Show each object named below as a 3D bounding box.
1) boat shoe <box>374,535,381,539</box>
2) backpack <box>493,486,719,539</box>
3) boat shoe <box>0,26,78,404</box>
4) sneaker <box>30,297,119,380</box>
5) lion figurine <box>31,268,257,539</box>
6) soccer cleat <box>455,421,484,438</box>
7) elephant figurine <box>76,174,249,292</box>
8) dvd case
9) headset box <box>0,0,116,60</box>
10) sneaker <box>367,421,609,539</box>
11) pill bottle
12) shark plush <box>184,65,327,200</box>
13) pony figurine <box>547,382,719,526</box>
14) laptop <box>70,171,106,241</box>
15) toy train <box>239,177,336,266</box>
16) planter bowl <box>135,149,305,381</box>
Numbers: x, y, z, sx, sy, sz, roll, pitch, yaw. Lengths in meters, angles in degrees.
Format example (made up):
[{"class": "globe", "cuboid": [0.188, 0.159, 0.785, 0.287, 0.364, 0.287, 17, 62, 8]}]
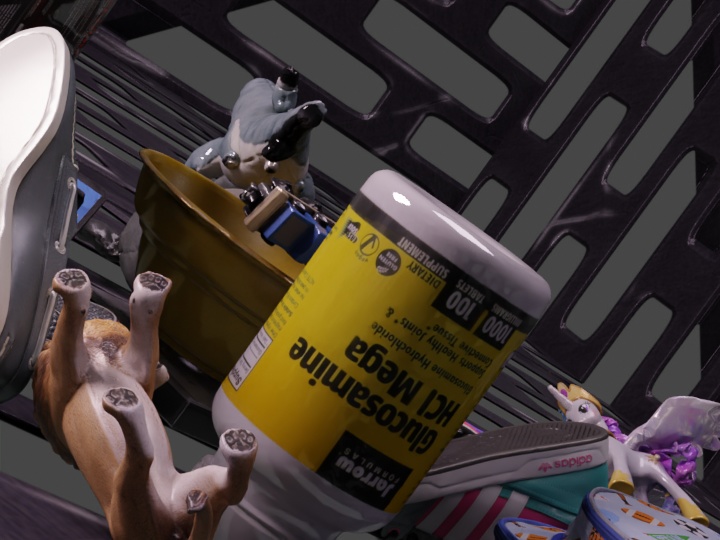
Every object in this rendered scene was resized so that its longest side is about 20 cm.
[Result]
[{"class": "boat shoe", "cuboid": [0.046, 0.144, 1.325, 0.072, 0.070, 0.201, 47, 10, 9]}, {"class": "backpack", "cuboid": [0.136, 0.197, 1.068, 0.200, 0.154, 0.190, 31, -1, -35]}, {"class": "boat shoe", "cuboid": [-0.172, -0.028, 1.028, 0.073, 0.200, 0.062, -8, -35, 22]}, {"class": "sneaker", "cuboid": [-0.198, -0.005, 1.081, 0.200, 0.075, 0.081, 33, 6, -36]}, {"class": "lion figurine", "cuboid": [-0.102, 0.079, 0.942, 0.072, 0.123, 0.200, -1, 37, -18]}, {"class": "soccer cleat", "cuboid": [0.100, 0.159, 1.635, 0.200, 0.068, 0.073, 31, 2, -23]}, {"class": "elephant figurine", "cuboid": [-0.088, -0.008, 1.459, 0.142, 0.155, 0.200, 57, -8, -10]}, {"class": "dvd case", "cuboid": [-0.089, 0.078, 1.328, 0.150, 0.025, 0.200, 40, 7, 41]}, {"class": "headset box", "cuboid": [-0.214, -0.128, 1.182, 0.075, 0.149, 0.200, 36, 5, 2]}, {"class": "sneaker", "cuboid": [0.047, 0.158, 1.182, 0.200, 0.121, 0.084, -7, 9, -13]}, {"class": "pill bottle", "cuboid": [-0.003, 0.058, 1.069, 0.112, 0.200, 0.112, 35, 5, -3]}, {"class": "shark plush", "cuboid": [-0.063, -0.096, 1.362, 0.091, 0.083, 0.200, 16, -5, -1]}, {"class": "pony figurine", "cuboid": [0.286, 0.201, 2.161, 0.193, 0.167, 0.200, 25, 24, -24]}, {"class": "laptop", "cuboid": [-0.248, -0.098, 1.407, 0.177, 0.103, 0.200, 35, -26, -3]}, {"class": "toy train", "cuboid": [0.000, 0.000, 1.226, 0.200, 0.034, 0.046, 32, 19, -44]}, {"class": "planter bowl", "cuboid": [-0.074, 0.018, 1.285, 0.200, 0.083, 0.200, 35, 5, -4]}]
